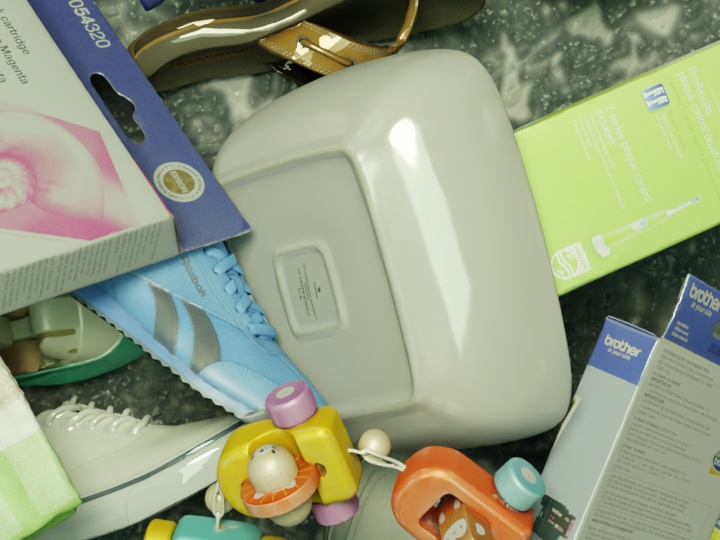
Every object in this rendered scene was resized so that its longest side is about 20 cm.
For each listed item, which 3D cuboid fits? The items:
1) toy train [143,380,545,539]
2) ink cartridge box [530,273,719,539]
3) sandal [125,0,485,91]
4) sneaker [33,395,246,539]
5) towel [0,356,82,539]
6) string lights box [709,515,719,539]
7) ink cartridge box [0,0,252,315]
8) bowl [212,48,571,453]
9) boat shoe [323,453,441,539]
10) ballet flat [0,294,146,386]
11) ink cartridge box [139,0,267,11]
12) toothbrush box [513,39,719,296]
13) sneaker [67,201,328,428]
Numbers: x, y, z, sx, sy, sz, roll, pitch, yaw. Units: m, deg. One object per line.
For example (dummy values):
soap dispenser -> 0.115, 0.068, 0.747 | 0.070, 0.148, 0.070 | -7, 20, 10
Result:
toy train -> -0.017, 0.139, 0.771 | 0.150, 0.056, 0.200 | 42, 116, -12
ink cartridge box -> 0.139, 0.104, 0.826 | 0.119, 0.042, 0.201 | 23, 92, -47
sandal -> -0.027, -0.119, 0.885 | 0.198, 0.082, 0.055 | -13, 77, 0
sneaker -> -0.141, 0.101, 0.870 | 0.199, 0.073, 0.071 | -21, 90, 15
towel -> -0.240, 0.062, 0.784 | 0.148, 0.031, 0.201 | -30, 85, -6
string lights box -> 0.133, 0.165, 0.908 | 0.102, 0.059, 0.201 | 37, 89, -4
ink cartridge box -> -0.177, -0.074, 0.795 | 0.199, 0.043, 0.197 | -21, 61, -32
bowl -> 0.000, 0.000, 0.829 | 0.074, 0.199, 0.202 | -16, 94, -39
boat shoe -> 0.011, 0.182, 0.868 | 0.070, 0.070, 0.202 | 14, 66, -6
ballet flat -> -0.186, 0.033, 0.887 | 0.198, 0.070, 0.068 | -13, 89, -3
ink cartridge box -> -0.056, -0.223, 0.858 | 0.076, 0.136, 0.202 | 22, 89, -1
toothbrush box -> 0.161, -0.062, 0.866 | 0.199, 0.146, 0.087 | -23, 91, -2
sneaker -> -0.081, 0.012, 0.821 | 0.200, 0.066, 0.079 | 37, 85, 18
